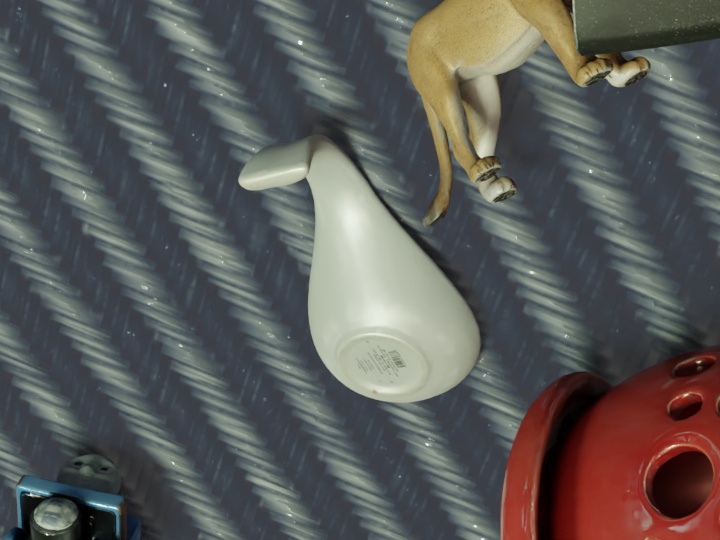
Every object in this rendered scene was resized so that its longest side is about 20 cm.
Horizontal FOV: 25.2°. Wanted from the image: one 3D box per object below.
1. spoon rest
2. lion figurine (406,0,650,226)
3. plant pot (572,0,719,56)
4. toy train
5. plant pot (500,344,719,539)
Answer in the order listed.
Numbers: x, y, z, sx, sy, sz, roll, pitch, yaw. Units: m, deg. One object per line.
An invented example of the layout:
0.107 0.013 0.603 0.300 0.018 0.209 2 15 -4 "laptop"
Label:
0.000 0.000 0.879 0.099 0.061 0.200 -9 133 23 "spoon rest"
0.066 -0.117 0.761 0.200 0.072 0.123 -40 71 40 "lion figurine"
0.177 -0.205 0.583 0.176 0.200 0.201 4 124 19 "plant pot"
-0.182 0.207 1.028 0.086 0.114 0.201 9 125 7 "toy train"
0.182 0.136 0.825 0.182 0.201 0.201 -7 121 30 "plant pot"
